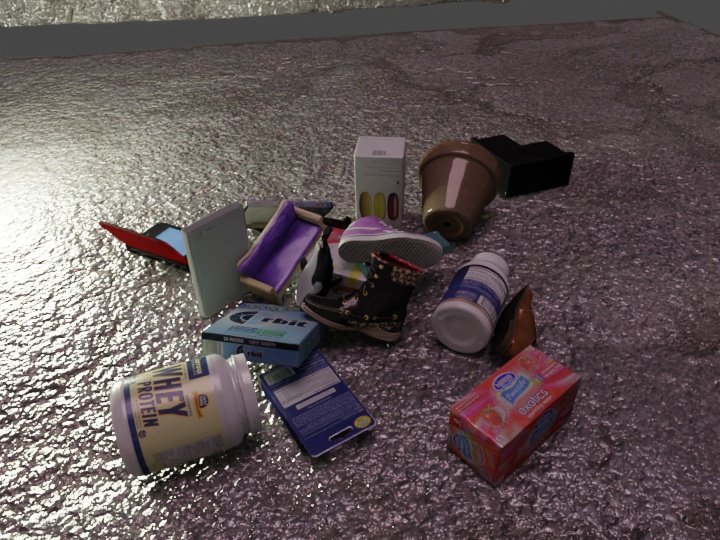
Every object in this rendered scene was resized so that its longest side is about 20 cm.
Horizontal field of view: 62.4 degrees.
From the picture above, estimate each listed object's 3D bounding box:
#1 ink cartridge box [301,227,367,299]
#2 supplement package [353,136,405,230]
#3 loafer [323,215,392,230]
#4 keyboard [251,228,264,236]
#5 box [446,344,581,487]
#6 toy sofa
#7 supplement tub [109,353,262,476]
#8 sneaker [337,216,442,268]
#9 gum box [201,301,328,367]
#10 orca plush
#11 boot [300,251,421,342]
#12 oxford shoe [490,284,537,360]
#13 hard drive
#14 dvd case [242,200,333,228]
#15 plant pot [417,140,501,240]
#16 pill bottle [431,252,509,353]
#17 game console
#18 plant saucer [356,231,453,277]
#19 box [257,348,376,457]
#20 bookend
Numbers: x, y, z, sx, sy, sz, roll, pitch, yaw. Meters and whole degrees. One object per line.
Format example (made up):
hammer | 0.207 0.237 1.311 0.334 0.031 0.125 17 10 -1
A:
ink cartridge box | 0.000 0.000 1.224 0.199 0.084 0.145 15 41 21
supplement package | 0.048 -0.197 1.386 0.113 0.201 0.110 2 36 7
loafer | -0.012 -0.086 1.346 0.198 0.069 0.076 -2 36 -6
keyboard | -0.171 -0.051 1.353 0.199 0.040 0.104 24 20 31
box | 0.236 0.217 0.917 0.199 0.095 0.102 -28 43 -31
toy sofa | -0.158 -0.040 1.219 0.082 0.098 0.201 21 65 26
supplement tub | -0.260 0.212 0.901 0.198 0.146 0.145 -14 39 -16
sneaker | 0.063 -0.066 1.154 0.199 0.073 0.115 7 35 9
gum box | -0.161 0.108 1.056 0.168 0.045 0.200 6 13 9
orca plush | -0.070 0.002 1.143 0.071 0.201 0.105 -2 36 -24
boot | 0.005 0.037 1.075 0.198 0.152 0.073 19 20 -9
oxford shoe | 0.298 0.102 1.109 0.071 0.071 0.200 34 42 0
hard drive | -0.272 -0.019 1.162 0.026 0.201 0.132 27 45 31
dvd case | -0.178 -0.122 1.329 0.198 0.143 0.018 -2 75 -27
plant pot | 0.216 -0.169 1.381 0.199 0.201 0.176 10 57 15
pill bottle | 0.217 0.052 1.124 0.110 0.112 0.200 15 39 21
game console | -0.439 -0.082 1.321 0.199 0.119 0.172 17 41 22
plant saucer | 0.086 -0.037 1.188 0.199 0.019 0.070 -17 40 -20
box | -0.074 0.220 0.977 0.120 0.033 0.200 -21 40 -24
bookend | 0.423 -0.294 1.593 0.197 0.093 0.200 -14 37 -18
